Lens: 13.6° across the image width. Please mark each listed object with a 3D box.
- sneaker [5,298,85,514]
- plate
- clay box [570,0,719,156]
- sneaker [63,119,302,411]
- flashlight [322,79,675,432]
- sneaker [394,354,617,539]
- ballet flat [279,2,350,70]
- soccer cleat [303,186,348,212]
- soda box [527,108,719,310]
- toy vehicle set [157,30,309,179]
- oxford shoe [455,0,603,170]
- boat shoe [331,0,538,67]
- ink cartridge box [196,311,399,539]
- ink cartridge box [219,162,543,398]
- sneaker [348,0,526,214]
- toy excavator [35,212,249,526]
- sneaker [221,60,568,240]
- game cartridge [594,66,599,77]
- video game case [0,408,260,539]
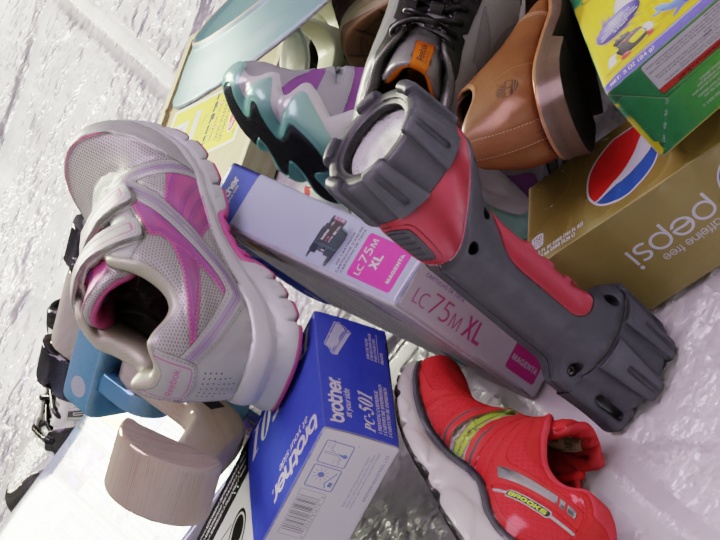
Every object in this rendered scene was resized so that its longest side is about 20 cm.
[{"bbox_3d":[-0.171,0.060,1.852,0.200,0.088,0.076,-57,30,-4],"label":"sneaker"},{"bbox_3d":[-0.041,-0.168,1.771,0.200,0.026,0.200,-39,10,9],"label":"plate"},{"bbox_3d":[0.166,-0.138,1.499,0.115,0.048,0.200,-41,17,11],"label":"clay box"},{"bbox_3d":[-0.111,-0.007,1.553,0.200,0.088,0.082,52,132,38],"label":"sneaker"},{"bbox_3d":[0.071,-0.009,1.447,0.068,0.200,0.068,-42,30,19],"label":"flashlight"},{"bbox_3d":[0.076,0.097,1.481,0.085,0.077,0.200,-29,31,0],"label":"sneaker"},{"bbox_3d":[-0.012,-0.150,1.872,0.068,0.068,0.201,-28,36,35],"label":"ballet flat"},{"bbox_3d":[0.029,-0.068,1.734,0.077,0.069,0.200,18,64,31],"label":"soccer cleat"},{"bbox_3d":[0.175,-0.053,1.487,0.200,0.064,0.068,-34,32,30],"label":"soda box"},{"bbox_3d":[-0.091,-0.090,1.967,0.124,0.026,0.201,-21,42,45],"label":"toy vehicle set"},{"bbox_3d":[0.085,-0.099,1.562,0.071,0.072,0.200,-19,12,15],"label":"oxford shoe"},{"bbox_3d":[0.076,-0.180,1.719,0.199,0.072,0.072,-26,43,6],"label":"boat shoe"},{"bbox_3d":[-0.041,0.127,1.551,0.094,0.044,0.200,-96,28,-53],"label":"ink cartridge box"},{"bbox_3d":[0.000,0.000,1.583,0.200,0.119,0.042,21,80,47],"label":"ink cartridge box"},{"bbox_3d":[0.042,-0.118,1.598,0.074,0.079,0.201,11,64,10],"label":"sneaker"},{"bbox_3d":[-0.097,0.056,1.617,0.200,0.194,0.100,34,118,35],"label":"toy excavator"},{"bbox_3d":[0.034,-0.097,1.674,0.140,0.199,0.078,-55,-17,-21],"label":"sneaker"},{"bbox_3d":[0.210,-0.187,1.618,0.133,0.041,0.201,2,60,61],"label":"game cartridge"},{"bbox_3d":[-0.129,0.144,1.736,0.182,0.045,0.200,-54,28,-4],"label":"video game case"}]
